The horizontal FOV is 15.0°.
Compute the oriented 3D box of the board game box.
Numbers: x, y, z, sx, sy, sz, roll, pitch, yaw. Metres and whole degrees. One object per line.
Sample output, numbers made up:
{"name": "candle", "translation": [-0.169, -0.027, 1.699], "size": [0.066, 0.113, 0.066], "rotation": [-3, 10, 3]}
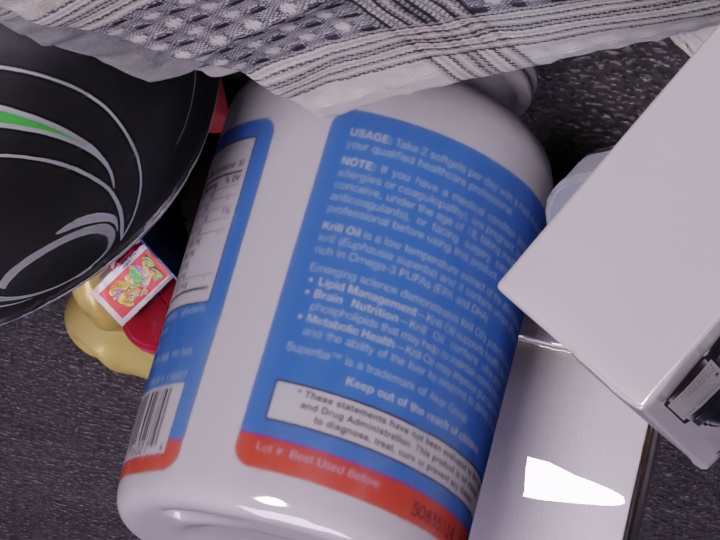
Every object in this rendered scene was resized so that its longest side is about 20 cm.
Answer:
{"name": "board game box", "translation": [-0.057, 0.026, 1.057], "size": [0.200, 0.039, 0.158], "rotation": [48, -174, -1]}

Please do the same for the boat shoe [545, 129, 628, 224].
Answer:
{"name": "boat shoe", "translation": [0.146, -0.019, 0.775], "size": [0.199, 0.068, 0.074], "rotation": [1, 128, 50]}

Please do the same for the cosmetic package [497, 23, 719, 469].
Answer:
{"name": "cosmetic package", "translation": [0.123, -0.048, 0.642], "size": [0.051, 0.200, 0.083], "rotation": [41, -178, 21]}

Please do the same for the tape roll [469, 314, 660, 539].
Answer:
{"name": "tape roll", "translation": [0.073, 0.073, 1.027], "size": [0.071, 0.203, 0.203], "rotation": [13, 161, 9]}

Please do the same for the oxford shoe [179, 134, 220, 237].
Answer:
{"name": "oxford shoe", "translation": [0.015, -0.002, 1.064], "size": [0.084, 0.073, 0.200], "rotation": [-13, 158, 24]}

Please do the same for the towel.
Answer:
{"name": "towel", "translation": [0.009, -0.072, 0.645], "size": [0.199, 0.035, 0.192], "rotation": [-8, 174, 24]}

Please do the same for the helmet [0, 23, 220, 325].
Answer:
{"name": "helmet", "translation": [-0.146, -0.086, 0.771], "size": [0.199, 0.201, 0.191], "rotation": [5, 156, 27]}

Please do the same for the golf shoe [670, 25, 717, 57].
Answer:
{"name": "golf shoe", "translation": [0.109, -0.081, 0.737], "size": [0.199, 0.092, 0.073], "rotation": [4, 159, 33]}

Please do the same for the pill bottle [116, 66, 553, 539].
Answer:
{"name": "pill bottle", "translation": [0.000, 0.000, 0.877], "size": [0.112, 0.201, 0.112], "rotation": [14, 161, 5]}

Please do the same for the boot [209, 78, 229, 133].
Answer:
{"name": "boot", "translation": [-0.125, -0.039, 0.898], "size": [0.144, 0.200, 0.073], "rotation": [8, 131, 20]}

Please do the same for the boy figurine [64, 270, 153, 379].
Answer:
{"name": "boy figurine", "translation": [-0.080, 0.021, 1.206], "size": [0.124, 0.065, 0.200], "rotation": [4, 157, 31]}
